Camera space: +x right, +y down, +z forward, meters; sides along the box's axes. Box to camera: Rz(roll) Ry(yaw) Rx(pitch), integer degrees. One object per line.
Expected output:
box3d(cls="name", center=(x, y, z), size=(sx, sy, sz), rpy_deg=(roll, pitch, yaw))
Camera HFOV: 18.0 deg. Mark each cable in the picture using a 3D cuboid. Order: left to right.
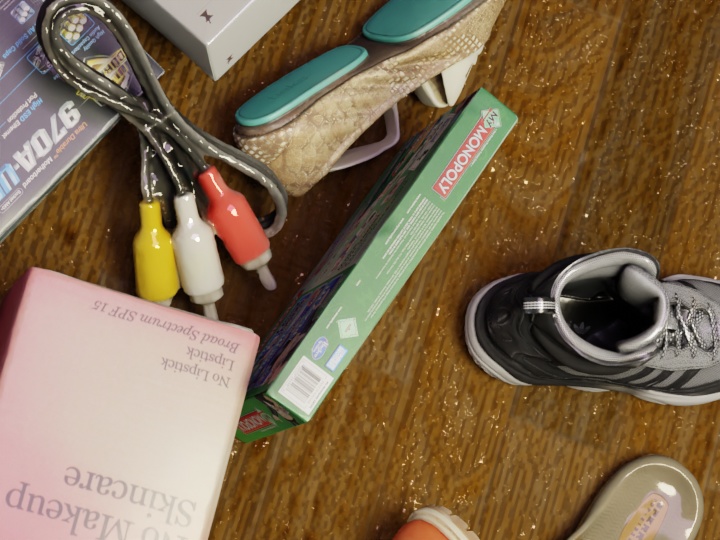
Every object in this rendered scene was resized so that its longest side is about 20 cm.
box3d(cls="cable", center=(-0.099, -0.064, 1.203), size=(0.097, 0.050, 0.200), rpy_deg=(-23, 120, -4))

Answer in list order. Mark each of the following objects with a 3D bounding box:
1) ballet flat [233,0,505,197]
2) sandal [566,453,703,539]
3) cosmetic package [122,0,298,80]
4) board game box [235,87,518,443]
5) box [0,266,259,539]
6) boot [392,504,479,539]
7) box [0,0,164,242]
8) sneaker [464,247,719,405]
box3d(cls="ballet flat", center=(0.016, -0.109, 1.285), size=(0.200, 0.070, 0.065), rpy_deg=(-35, 118, -16))
box3d(cls="sandal", center=(0.135, 0.189, 1.264), size=(0.080, 0.054, 0.200), rpy_deg=(34, 73, -8))
box3d(cls="cosmetic package", center=(-0.065, -0.225, 1.246), size=(0.151, 0.052, 0.200), rpy_deg=(41, 77, 13))
box3d(cls="board game box", center=(0.000, 0.000, 1.215), size=(0.029, 0.135, 0.200), rpy_deg=(37, 74, -7))
box3d(cls="box", center=(-0.144, 0.115, 1.168), size=(0.127, 0.109, 0.201), rpy_deg=(17, 76, -13))
box3d(cls="boot", center=(0.033, 0.228, 1.206), size=(0.107, 0.075, 0.201), rpy_deg=(-7, 83, -32))
box3d(cls="box", center=(-0.229, -0.091, 1.211), size=(0.159, 0.046, 0.200), rpy_deg=(44, 72, -5))
box3d(cls="sneaker", center=(0.166, 0.032, 1.268), size=(0.199, 0.114, 0.076), rpy_deg=(2, 80, -16))
